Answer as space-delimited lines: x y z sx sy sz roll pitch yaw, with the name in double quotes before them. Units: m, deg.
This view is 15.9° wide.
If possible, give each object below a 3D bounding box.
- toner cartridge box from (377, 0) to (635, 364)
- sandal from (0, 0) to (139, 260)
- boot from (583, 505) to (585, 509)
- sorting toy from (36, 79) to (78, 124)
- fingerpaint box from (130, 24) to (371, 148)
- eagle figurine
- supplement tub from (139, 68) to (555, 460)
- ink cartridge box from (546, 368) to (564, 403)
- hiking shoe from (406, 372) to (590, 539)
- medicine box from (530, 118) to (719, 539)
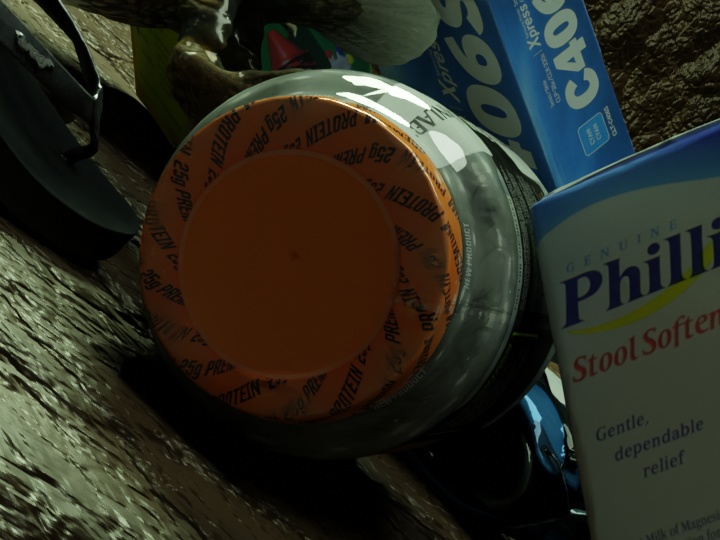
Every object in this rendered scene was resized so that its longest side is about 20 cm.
"toner cartridge box" 0.062 -0.051 1.013 0.095 0.043 0.201 22 -37 51
"sandal" -0.129 -0.090 0.847 0.201 0.043 0.076 58 11 -14
"boot" 0.197 0.127 0.972 0.200 0.181 0.073 48 -33 13
"sorting toy" -0.204 -0.138 0.973 0.185 0.036 0.200 46 2 25
"fingerpaint box" -0.055 -0.131 1.213 0.200 0.073 0.168 -129 -148 -60
"eagle figurine" -0.078 -0.130 0.984 0.150 0.152 0.201 19 41 -43
"supplement tub" 0.000 0.000 0.850 0.122 0.123 0.200 42 6 10
"ink cartridge box" 0.120 0.103 1.259 0.200 0.041 0.200 37 7 -37
"hiking shoe" 0.078 0.093 1.013 0.200 0.075 0.087 38 21 9
"medicine box" 0.152 0.077 0.828 0.182 0.102 0.201 35 39 -52
